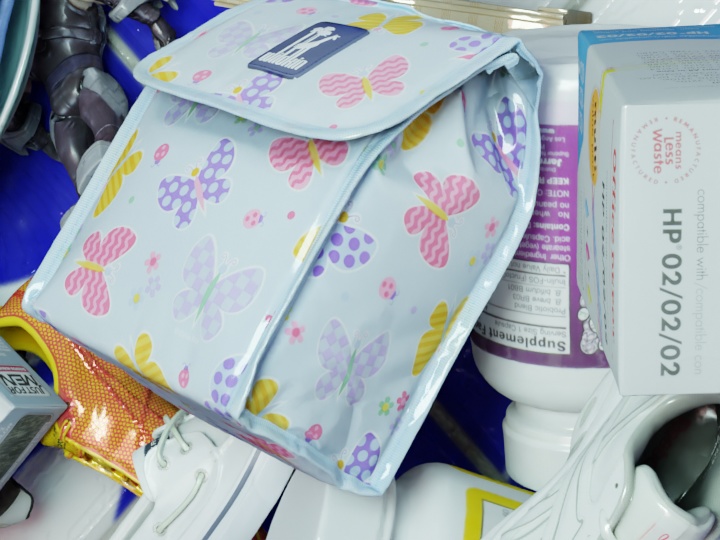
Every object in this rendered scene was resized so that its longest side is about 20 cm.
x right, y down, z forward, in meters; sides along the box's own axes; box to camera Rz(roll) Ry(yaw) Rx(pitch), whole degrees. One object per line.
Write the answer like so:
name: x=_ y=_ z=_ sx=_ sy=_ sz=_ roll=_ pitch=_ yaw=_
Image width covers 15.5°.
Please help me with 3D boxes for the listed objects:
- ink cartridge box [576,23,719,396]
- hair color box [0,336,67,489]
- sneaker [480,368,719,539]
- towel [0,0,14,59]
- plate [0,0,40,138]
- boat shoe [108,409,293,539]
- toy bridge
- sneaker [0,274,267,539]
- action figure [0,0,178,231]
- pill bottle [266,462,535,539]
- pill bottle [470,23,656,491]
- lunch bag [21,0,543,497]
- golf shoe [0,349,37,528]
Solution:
ink cartridge box: x=0.126 y=-0.023 z=1.037 sx=0.067 sy=0.200 sz=0.116 roll=-2 pitch=105 yaw=-1
hair color box: x=-0.252 y=0.037 z=1.326 sx=0.200 sy=0.061 sz=0.099 roll=44 pitch=102 yaw=18
sneaker: x=0.100 y=0.114 z=1.090 sx=0.078 sy=0.099 sz=0.201 roll=31 pitch=81 yaw=-10
towel: x=-0.231 y=-0.141 z=1.371 sx=0.200 sy=0.024 sz=0.148 roll=-1 pitch=75 yaw=52
plate: x=-0.211 y=-0.114 z=1.375 sx=0.200 sy=0.025 sz=0.201 roll=-25 pitch=58 yaw=47
boat shoe: x=-0.076 y=0.099 z=1.243 sx=0.067 sy=0.074 sz=0.201 roll=28 pitch=105 yaw=-5
toy bridge: x=0.008 y=-0.127 z=1.280 sx=0.199 sy=0.067 sz=0.027 roll=12 pitch=98 yaw=26
sneaker: x=-0.115 y=0.086 z=1.339 sx=0.077 sy=0.073 sz=0.200 roll=-36 pitch=67 yaw=-14
action figure: x=-0.140 y=-0.084 z=1.351 sx=0.130 sy=0.069 sz=0.201 roll=-48 pitch=49 yaw=39
pill bottle: x=0.059 y=0.152 z=1.188 sx=0.199 sy=0.114 sz=0.115 roll=19 pitch=103 yaw=-13
pill bottle: x=0.104 y=-0.005 z=1.202 sx=0.112 sy=0.112 sz=0.201 roll=5 pitch=107 yaw=27
lunch bag: x=-0.029 y=-0.030 z=1.149 sx=0.169 sy=0.127 sz=0.201 roll=24 pitch=80 yaw=47
golf shoe: x=-0.208 y=0.045 z=1.406 sx=0.094 sy=0.078 sz=0.201 roll=2 pitch=78 yaw=-6
